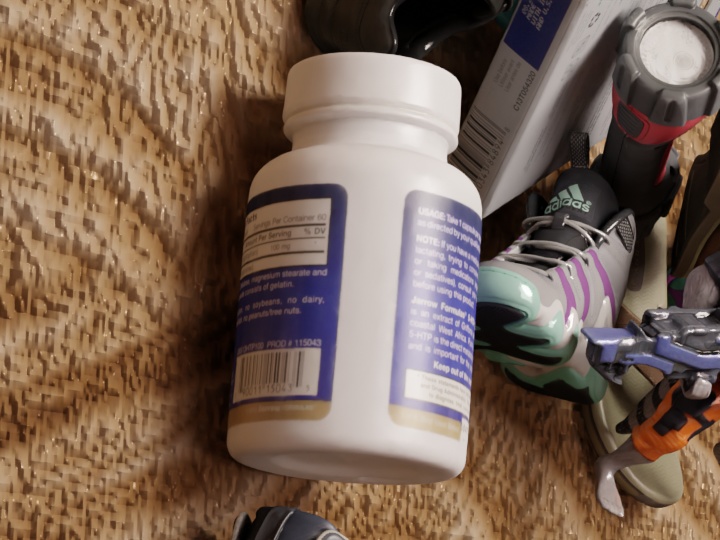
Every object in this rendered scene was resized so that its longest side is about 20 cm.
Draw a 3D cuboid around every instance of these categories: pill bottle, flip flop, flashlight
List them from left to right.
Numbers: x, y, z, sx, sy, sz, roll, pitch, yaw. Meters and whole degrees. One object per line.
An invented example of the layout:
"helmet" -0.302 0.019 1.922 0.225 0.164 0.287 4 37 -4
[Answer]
"pill bottle" 0.000 0.000 1.121 0.120 0.119 0.201 19 71 -46
"flip flop" 0.178 0.044 1.371 0.081 0.057 0.201 12 75 -48
"flashlight" 0.168 -0.082 1.277 0.200 0.067 0.068 87 8 -69

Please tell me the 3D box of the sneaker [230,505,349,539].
"sneaker" -0.077 0.164 1.029 0.202 0.077 0.147 41 66 -50

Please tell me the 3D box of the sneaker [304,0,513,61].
"sneaker" 0.064 -0.175 1.179 0.200 0.091 0.076 -49 128 1

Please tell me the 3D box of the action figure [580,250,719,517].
"action figure" 0.186 0.045 1.247 0.199 0.105 0.194 7 122 -27

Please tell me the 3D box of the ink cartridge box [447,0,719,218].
"ink cartridge box" 0.144 -0.143 1.258 0.043 0.197 0.200 40 47 17

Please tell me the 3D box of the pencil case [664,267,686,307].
"pencil case" 0.268 -0.027 1.465 0.085 0.093 0.200 33 50 8

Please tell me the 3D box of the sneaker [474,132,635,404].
"sneaker" 0.105 -0.014 1.240 0.200 0.077 0.140 45 59 -70

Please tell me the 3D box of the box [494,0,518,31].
"box" 0.068 -0.205 1.256 0.082 0.049 0.200 -51 130 3

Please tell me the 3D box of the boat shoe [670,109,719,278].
"boat shoe" 0.224 -0.038 1.287 0.200 0.068 0.072 100 0 -73
